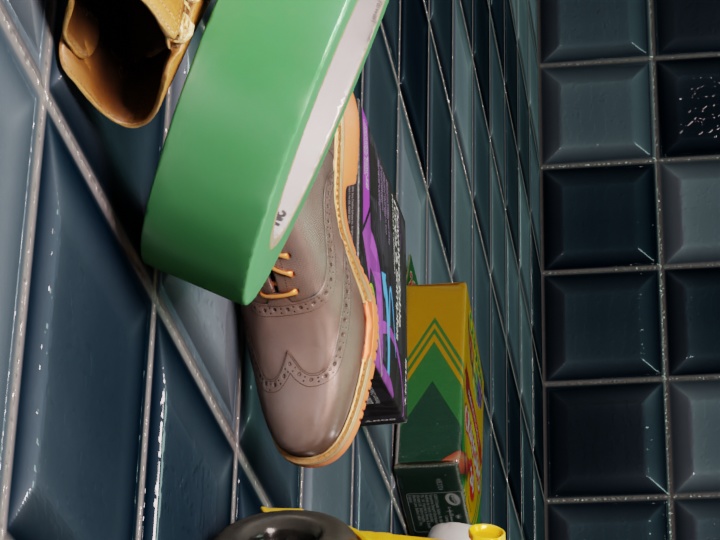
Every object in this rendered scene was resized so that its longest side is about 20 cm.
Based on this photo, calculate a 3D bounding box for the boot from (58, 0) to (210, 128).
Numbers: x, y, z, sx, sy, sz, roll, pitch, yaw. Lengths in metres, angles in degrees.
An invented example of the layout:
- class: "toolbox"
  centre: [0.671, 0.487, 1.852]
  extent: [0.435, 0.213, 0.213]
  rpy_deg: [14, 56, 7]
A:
- class: "boot"
  centre: [-0.076, -0.119, 0.892]
  extent: [0.201, 0.070, 0.145]
  rpy_deg: [72, 26, -68]

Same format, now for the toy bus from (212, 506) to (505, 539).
- class: "toy bus"
  centre: [0.023, 0.193, 0.987]
  extent: [0.200, 0.191, 0.136]
  rpy_deg: [-64, 151, -70]

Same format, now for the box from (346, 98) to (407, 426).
- class: "box"
  centre: [0.000, 0.000, 1.406]
  extent: [0.200, 0.036, 0.144]
  rpy_deg: [68, 21, -69]

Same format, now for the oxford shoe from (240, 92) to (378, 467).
- class: "oxford shoe"
  centre: [-0.040, -0.006, 1.100]
  extent: [0.073, 0.071, 0.201]
  rpy_deg: [13, 68, -60]

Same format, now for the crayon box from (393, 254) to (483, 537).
- class: "crayon box"
  centre: [0.061, 0.100, 1.726]
  extent: [0.127, 0.050, 0.201]
  rpy_deg: [76, 13, -50]

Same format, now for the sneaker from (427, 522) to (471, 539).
- class: "sneaker"
  centre: [0.068, 0.283, 1.655]
  extent: [0.200, 0.080, 0.147]
  rpy_deg: [78, 20, -60]

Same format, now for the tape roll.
- class: "tape roll"
  centre: [-0.029, -0.086, 0.933]
  extent: [0.200, 0.048, 0.201]
  rpy_deg: [23, 90, -87]
